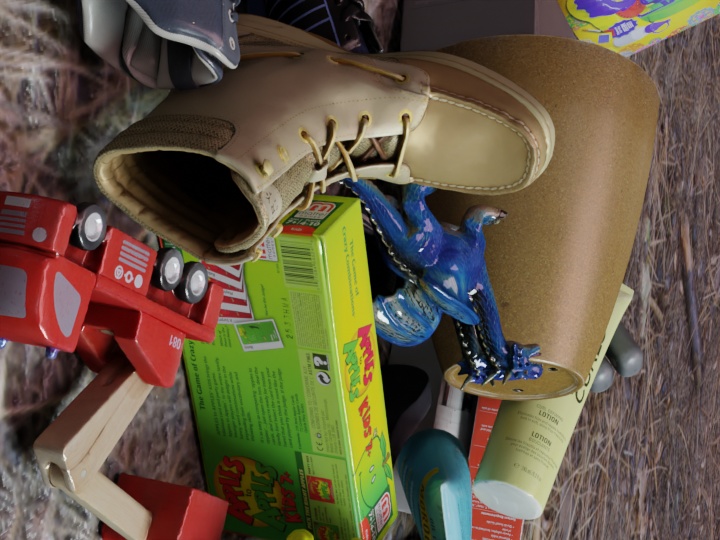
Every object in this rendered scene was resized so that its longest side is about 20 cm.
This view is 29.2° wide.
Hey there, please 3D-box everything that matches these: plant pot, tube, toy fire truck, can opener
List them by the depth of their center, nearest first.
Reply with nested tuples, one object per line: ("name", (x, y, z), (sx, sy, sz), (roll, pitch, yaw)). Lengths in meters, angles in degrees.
("toy fire truck", (-0.120, 0.057, 0.659), (0.200, 0.048, 0.143), (34, 66, -61))
("tube", (0.052, 0.148, 0.877), (0.200, 0.050, 0.078), (-96, 172, -84))
("plant pot", (0.105, -0.022, 0.925), (0.186, 0.184, 0.202), (43, 48, -59))
("tube", (0.133, 0.074, 0.969), (0.058, 0.051, 0.201), (57, 48, -43))
("can opener", (0.149, 0.012, 1.072), (0.052, 0.201, 0.067), (-27, 143, -8))

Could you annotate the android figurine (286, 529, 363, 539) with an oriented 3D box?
("android figurine", (-0.033, 0.211, 0.761), (0.041, 0.180, 0.201), (59, -9, 43))

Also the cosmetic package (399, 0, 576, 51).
("cosmetic package", (0.109, -0.137, 1.028), (0.200, 0.106, 0.091), (48, 43, -59))

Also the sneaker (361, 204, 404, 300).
("sneaker", (0.000, 0.000, 0.859), (0.200, 0.084, 0.076), (-23, 116, -62))

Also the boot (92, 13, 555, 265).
("boot", (-0.013, -0.055, 0.671), (0.156, 0.198, 0.073), (-60, 166, -54))

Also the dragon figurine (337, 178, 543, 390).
("dragon figurine", (0.036, 0.005, 0.774), (0.199, 0.058, 0.101), (27, 56, -43))

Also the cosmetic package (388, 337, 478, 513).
("cosmetic package", (0.057, 0.082, 1.038), (0.082, 0.050, 0.203), (30, 69, -64))

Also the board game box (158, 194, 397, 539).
("board game box", (-0.042, 0.057, 0.762), (0.048, 0.100, 0.202), (-45, 135, -52))

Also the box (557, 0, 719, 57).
("box", (0.180, -0.294, 1.049), (0.200, 0.121, 0.195), (31, 39, -62))

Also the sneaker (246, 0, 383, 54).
("sneaker", (-0.024, -0.148, 0.783), (0.070, 0.077, 0.203), (-12, 107, -63))

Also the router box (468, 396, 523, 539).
("router box", (0.116, 0.141, 1.103), (0.200, 0.048, 0.182), (-2, 101, -82))

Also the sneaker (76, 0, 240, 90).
("sneaker", (-0.063, -0.158, 0.674), (0.201, 0.076, 0.148), (-1, 86, -51))

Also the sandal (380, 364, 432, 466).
("sandal", (-0.008, 0.114, 0.891), (0.201, 0.075, 0.043), (-63, 147, -57))
